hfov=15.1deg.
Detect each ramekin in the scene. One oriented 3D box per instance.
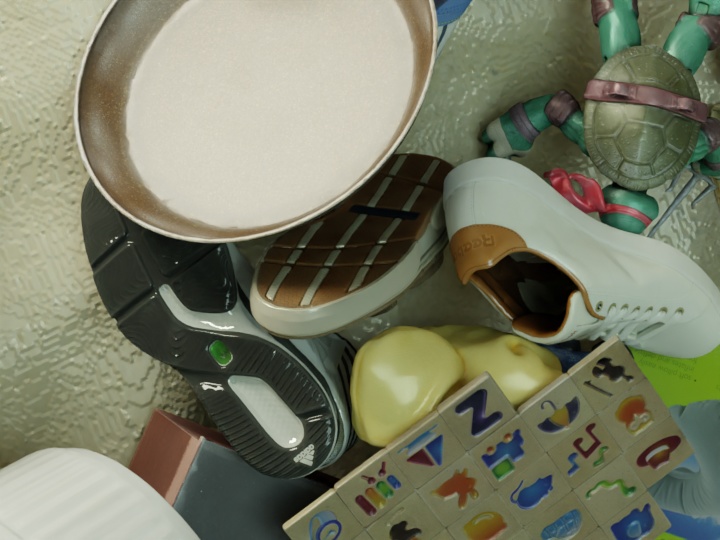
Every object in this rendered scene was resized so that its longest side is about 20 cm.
[{"bbox_3d":[-0.138,0.181,1.385,0.094,0.202,0.202,-37,110,-28],"label":"ramekin"}]

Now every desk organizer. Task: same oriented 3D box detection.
[{"bbox_3d":[-0.030,0.145,1.488,0.200,0.077,0.072,23,92,-27],"label":"desk organizer"}]

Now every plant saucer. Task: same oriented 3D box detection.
[{"bbox_3d":[-0.051,-0.098,1.404,0.200,0.200,0.032,-52,149,-9],"label":"plant saucer"}]

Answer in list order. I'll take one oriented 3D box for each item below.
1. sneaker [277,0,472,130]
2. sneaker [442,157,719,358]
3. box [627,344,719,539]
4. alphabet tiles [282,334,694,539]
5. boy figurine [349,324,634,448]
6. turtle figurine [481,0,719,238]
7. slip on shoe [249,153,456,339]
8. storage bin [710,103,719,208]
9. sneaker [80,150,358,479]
[{"bbox_3d":[0.012,-0.130,1.478,0.074,0.082,0.200,30,68,8],"label":"sneaker"},{"bbox_3d":[0.121,0.019,1.476,0.200,0.073,0.085,27,47,-30],"label":"sneaker"},{"bbox_3d":[0.177,0.134,1.567,0.122,0.048,0.200,18,90,11],"label":"box"},{"bbox_3d":[0.079,0.125,1.451,0.200,0.008,0.167,-37,126,-1],"label":"alphabet tiles"},{"bbox_3d":[0.071,0.062,1.477,0.200,0.124,0.064,-2,103,-52],"label":"boy figurine"},{"bbox_3d":[0.156,-0.088,1.524,0.150,0.101,0.200,15,82,-15],"label":"turtle figurine"},{"bbox_3d":[0.000,0.000,1.445,0.076,0.200,0.061,10,117,15],"label":"slip on shoe"},{"bbox_3d":[0.301,-0.007,1.550,0.094,0.200,0.199,-22,106,-18],"label":"storage bin"},{"bbox_3d":[-0.071,0.026,1.464,0.076,0.115,0.201,-37,80,12],"label":"sneaker"}]
